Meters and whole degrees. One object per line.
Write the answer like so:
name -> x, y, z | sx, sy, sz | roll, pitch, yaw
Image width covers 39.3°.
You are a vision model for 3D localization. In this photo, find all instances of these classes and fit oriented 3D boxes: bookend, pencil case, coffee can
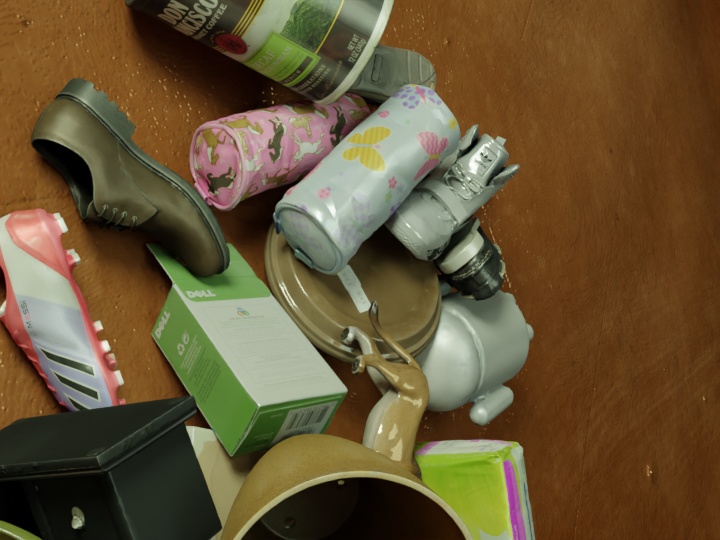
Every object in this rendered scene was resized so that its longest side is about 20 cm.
bookend -> -0.180, 0.205, 0.703 | 0.092, 0.196, 0.203 | -30, 106, -52
pencil case -> 0.010, -0.086, 0.947 | 0.200, 0.083, 0.091 | -47, 151, -24
pencil case -> -0.071, -0.116, 0.963 | 0.199, 0.082, 0.088 | -20, 111, -47
coffee can -> -0.087, -0.256, 0.891 | 0.198, 0.146, 0.149 | 23, 66, -26

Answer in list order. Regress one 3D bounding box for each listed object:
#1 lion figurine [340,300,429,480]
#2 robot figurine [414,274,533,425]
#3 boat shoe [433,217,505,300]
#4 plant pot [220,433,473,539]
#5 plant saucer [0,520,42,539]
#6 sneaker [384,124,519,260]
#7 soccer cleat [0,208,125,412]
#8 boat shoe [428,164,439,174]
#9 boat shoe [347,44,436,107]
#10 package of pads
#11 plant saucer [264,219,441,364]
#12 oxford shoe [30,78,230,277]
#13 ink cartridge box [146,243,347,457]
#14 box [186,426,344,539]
lion figurine -> 0.025, 0.142, 0.906 | 0.121, 0.072, 0.203 | 25, 75, -24
robot figurine -> 0.107, 0.084, 1.096 | 0.199, 0.113, 0.171 | -17, 69, -47
boat shoe -> 0.119, -0.012, 1.094 | 0.074, 0.200, 0.061 | -39, 96, 3
plant pot -> -0.028, 0.200, 0.745 | 0.183, 0.200, 0.190 | -3, 102, -12
plant saucer -> -0.242, 0.235, 0.658 | 0.202, 0.197, 0.031 | 64, 19, -16
sneaker -> 0.094, -0.085, 1.025 | 0.075, 0.115, 0.200 | 43, 24, 5
soccer cleat -> -0.237, 0.052, 0.784 | 0.075, 0.067, 0.203 | -20, 105, -15
boat shoe -> 0.080, -0.145, 1.130 | 0.199, 0.073, 0.067 | 26, 99, -53
boat shoe -> -0.019, -0.209, 1.047 | 0.198, 0.073, 0.076 | 21, 76, -21
package of pads -> 0.068, 0.243, 0.963 | 0.068, 0.197, 0.157 | -5, 85, -58
plant saucer -> 0.000, 0.000, 0.997 | 0.197, 0.029, 0.203 | 16, 53, -23
oxford shoe -> -0.193, -0.056, 0.838 | 0.200, 0.072, 0.085 | 44, 56, -18
ink cartridge box -> -0.111, 0.062, 0.876 | 0.103, 0.060, 0.200 | -2, 42, -46
box -> -0.098, 0.198, 0.883 | 0.198, 0.077, 0.097 | 20, 68, -43
